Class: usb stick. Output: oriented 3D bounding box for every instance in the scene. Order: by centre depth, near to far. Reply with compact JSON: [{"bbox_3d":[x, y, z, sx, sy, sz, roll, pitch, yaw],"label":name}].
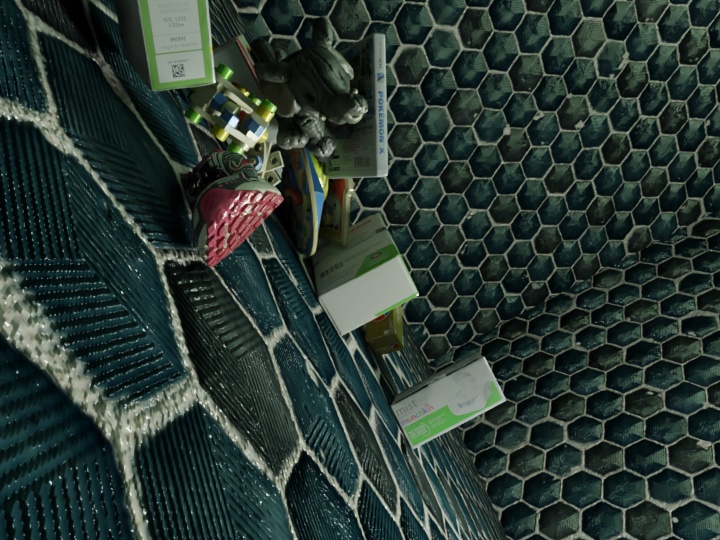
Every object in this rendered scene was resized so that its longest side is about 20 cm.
[{"bbox_3d":[-0.098,-0.246,0.889,0.201,0.032,0.055,58,7,6],"label":"usb stick"}]

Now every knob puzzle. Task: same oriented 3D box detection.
[{"bbox_3d":[-0.068,-0.154,1.078,0.219,0.030,0.223,9,-80,64],"label":"knob puzzle"}]

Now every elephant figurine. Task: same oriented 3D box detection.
[{"bbox_3d":[-0.057,-0.235,0.755,0.200,0.153,0.144,108,-4,-81],"label":"elephant figurine"}]

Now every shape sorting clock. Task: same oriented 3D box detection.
[{"bbox_3d":[-0.099,-0.122,0.946,0.200,0.039,0.203,172,-90,-71],"label":"shape sorting clock"}]

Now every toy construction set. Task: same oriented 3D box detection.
[{"bbox_3d":[-0.143,-0.177,0.744,0.131,0.092,0.200,38,-8,9],"label":"toy construction set"}]

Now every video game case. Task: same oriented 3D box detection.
[{"bbox_3d":[-0.011,-0.229,0.895,0.200,0.022,0.185,-162,-111,-66],"label":"video game case"}]

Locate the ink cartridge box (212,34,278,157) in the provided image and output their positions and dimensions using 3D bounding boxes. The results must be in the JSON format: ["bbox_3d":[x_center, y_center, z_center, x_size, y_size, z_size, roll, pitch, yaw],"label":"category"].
[{"bbox_3d":[-0.179,-0.265,0.915,0.146,0.083,0.200,61,4,-24],"label":"ink cartridge box"}]

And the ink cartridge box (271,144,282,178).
[{"bbox_3d":[-0.164,-0.279,1.190,0.146,0.084,0.200,64,3,23],"label":"ink cartridge box"}]

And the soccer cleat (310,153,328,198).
[{"bbox_3d":[-0.070,-0.211,1.005,0.064,0.083,0.203,12,-65,56],"label":"soccer cleat"}]

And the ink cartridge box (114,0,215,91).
[{"bbox_3d":[-0.167,-0.259,0.485,0.104,0.059,0.202,46,-36,45],"label":"ink cartridge box"}]

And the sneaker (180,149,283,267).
[{"bbox_3d":[-0.116,-0.060,0.508,0.075,0.081,0.200,46,0,-13],"label":"sneaker"}]

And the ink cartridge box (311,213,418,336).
[{"bbox_3d":[0.000,0.000,1.030,0.085,0.144,0.200,60,5,-24],"label":"ink cartridge box"}]

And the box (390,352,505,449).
[{"bbox_3d":[0.169,0.247,1.203,0.098,0.198,0.176,62,3,7],"label":"box"}]

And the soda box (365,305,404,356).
[{"bbox_3d":[0.049,0.080,1.334,0.064,0.067,0.202,58,22,-43],"label":"soda box"}]
